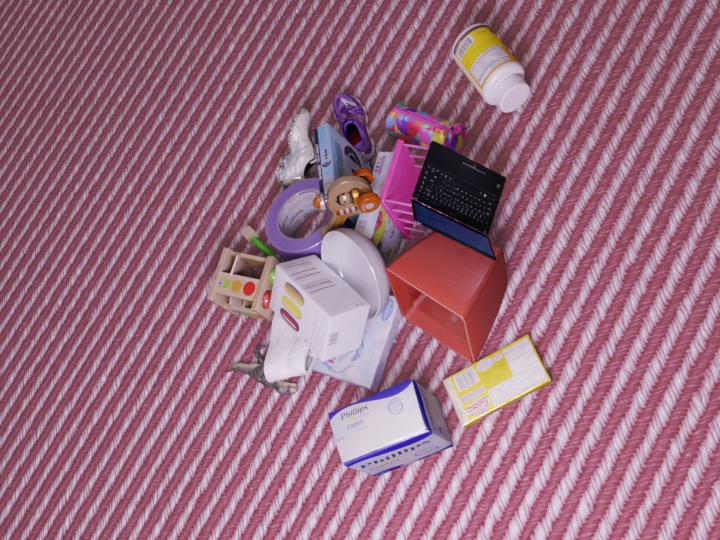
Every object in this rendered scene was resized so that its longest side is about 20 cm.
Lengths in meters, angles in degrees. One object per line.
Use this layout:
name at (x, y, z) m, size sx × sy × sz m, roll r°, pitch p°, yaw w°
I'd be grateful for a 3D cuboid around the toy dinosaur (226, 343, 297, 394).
toy dinosaur at (-0.221, 0.215, 1.711) m, size 0.196 × 0.047 × 0.090 m, roll 15°, pitch 83°, yaw 31°

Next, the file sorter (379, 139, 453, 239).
file sorter at (0.140, -0.158, 1.609) m, size 0.122 × 0.200 × 0.142 m, roll 13°, pitch 75°, yaw 24°

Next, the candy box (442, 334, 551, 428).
candy box at (0.269, 0.220, 1.504) m, size 0.197 × 0.026 × 0.104 m, roll -30°, pitch 64°, yaw 11°

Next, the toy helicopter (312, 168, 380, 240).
toy helicopter at (-0.048, -0.123, 1.565) m, size 0.129 × 0.201 × 0.081 m, roll -1°, pitch 56°, yaw -23°

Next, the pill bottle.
pill bottle at (0.295, -0.452, 1.704) m, size 0.108 × 0.109 × 0.203 m, roll -34°, pitch 61°, yaw 7°

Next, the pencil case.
pencil case at (0.150, -0.322, 1.733) m, size 0.197 × 0.088 × 0.090 m, roll 24°, pitch 80°, yaw 30°

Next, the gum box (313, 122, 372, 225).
gum box at (-0.029, -0.204, 1.692) m, size 0.044 × 0.199 × 0.174 m, roll -19°, pitch 61°, yaw 23°

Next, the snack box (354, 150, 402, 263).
snack box at (0.058, -0.137, 1.666) m, size 0.052 × 0.142 × 0.205 m, roll 11°, pitch 75°, yaw 27°

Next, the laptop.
laptop at (0.195, -0.138, 1.450) m, size 0.174 × 0.103 × 0.205 m, roll 24°, pitch 76°, yaw -10°

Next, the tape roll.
tape roll at (-0.115, -0.106, 1.743) m, size 0.195 × 0.085 × 0.205 m, roll -12°, pitch 54°, yaw 16°

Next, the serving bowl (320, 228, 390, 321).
serving bowl at (0.000, 0.000, 1.582) m, size 0.065 × 0.203 × 0.200 m, roll -26°, pitch 55°, yaw -28°

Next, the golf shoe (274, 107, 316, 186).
golf shoe at (-0.138, -0.296, 1.867) m, size 0.095 × 0.078 × 0.206 m, roll 14°, pitch 81°, yaw 9°

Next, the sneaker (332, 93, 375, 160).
sneaker at (-0.019, -0.355, 1.819) m, size 0.079 × 0.083 × 0.203 m, roll -28°, pitch 61°, yaw 10°

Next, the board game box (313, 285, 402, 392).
board game box at (-0.022, 0.137, 1.651) m, size 0.195 × 0.043 × 0.205 m, roll 14°, pitch 76°, yaw 30°

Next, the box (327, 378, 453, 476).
box at (0.062, 0.308, 1.459) m, size 0.180 × 0.200 × 0.107 m, roll -24°, pitch 63°, yaw 12°

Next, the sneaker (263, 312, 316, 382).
sneaker at (-0.136, 0.147, 1.644) m, size 0.112 × 0.074 × 0.204 m, roll -9°, pitch 49°, yaw 18°

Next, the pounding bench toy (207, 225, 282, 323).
pounding bench toy at (-0.231, 0.003, 1.749) m, size 0.152 × 0.124 × 0.205 m, roll 9°, pitch 74°, yaw 26°

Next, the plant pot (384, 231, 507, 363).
plant pot at (0.191, 0.028, 1.527) m, size 0.198 × 0.201 × 0.177 m, roll 32°, pitch 71°, yaw 29°

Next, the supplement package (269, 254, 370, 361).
supplement package at (-0.089, 0.074, 1.587) m, size 0.199 × 0.108 × 0.116 m, roll 40°, pitch 130°, yaw 36°
